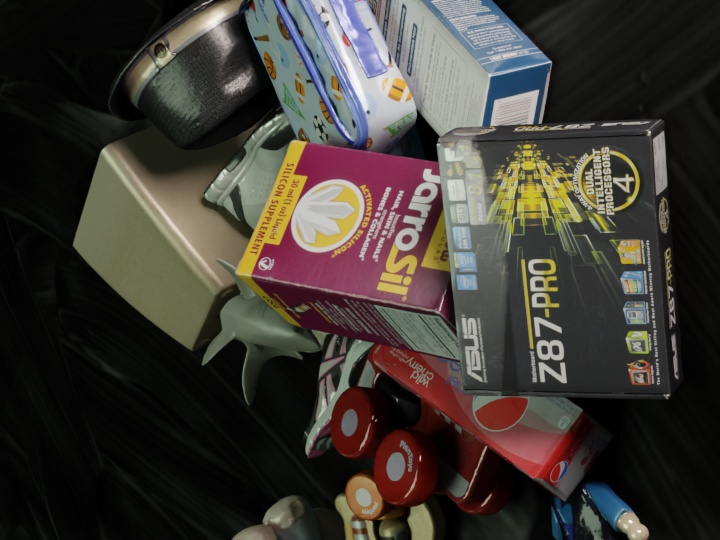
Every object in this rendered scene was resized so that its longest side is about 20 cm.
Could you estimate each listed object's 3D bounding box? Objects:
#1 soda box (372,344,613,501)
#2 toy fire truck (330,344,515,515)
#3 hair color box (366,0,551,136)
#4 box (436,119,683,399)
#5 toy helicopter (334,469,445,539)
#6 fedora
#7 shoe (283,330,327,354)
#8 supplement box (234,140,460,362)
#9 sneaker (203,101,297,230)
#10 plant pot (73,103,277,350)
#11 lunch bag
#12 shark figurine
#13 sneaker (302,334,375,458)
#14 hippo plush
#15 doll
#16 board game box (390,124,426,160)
[{"bbox_3d":[0.103,0.100,1.512,0.200,0.070,0.063,34,177,39],"label":"soda box"},{"bbox_3d":[0.071,0.111,1.644,0.200,0.112,0.168,41,113,51],"label":"toy fire truck"},{"bbox_3d":[0.073,-0.177,1.523,0.200,0.060,0.100,53,147,40],"label":"hair color box"},{"bbox_3d":[0.146,-0.008,1.371,0.161,0.049,0.200,1,106,24],"label":"box"},{"bbox_3d":[0.011,0.275,1.806,0.200,0.079,0.132,-44,76,36],"label":"toy helicopter"},{"bbox_3d":[-0.129,-0.176,1.722,0.092,0.201,0.201,56,151,10],"label":"fedora"},{"bbox_3d":[-0.036,0.034,1.862,0.070,0.053,0.200,67,153,19],"label":"shoe"},{"bbox_3d":[0.021,-0.015,1.515,0.200,0.131,0.103,10,158,32],"label":"supplement box"},{"bbox_3d":[-0.073,-0.104,1.767,0.080,0.074,0.200,42,144,-1],"label":"sneaker"},{"bbox_3d":[-0.152,-0.039,1.924,0.177,0.200,0.200,56,149,17],"label":"plant pot"},{"bbox_3d":[-0.030,-0.185,1.580,0.200,0.076,0.160,63,163,8],"label":"lunch bag"},{"bbox_3d":[-0.118,0.066,1.814,0.128,0.090,0.214,39,164,-2],"label":"shark figurine"},{"bbox_3d":[-0.007,0.102,1.831,0.200,0.080,0.086,-62,38,41],"label":"sneaker"},{"bbox_3d":[-0.049,0.345,1.921,0.161,0.159,0.200,28,108,44],"label":"hippo plush"},{"bbox_3d":[0.189,0.223,1.495,0.136,0.048,0.200,138,121,-63],"label":"doll"},{"bbox_3d":[-0.008,-0.145,1.724,0.151,0.047,0.200,-29,76,65],"label":"board game box"}]
